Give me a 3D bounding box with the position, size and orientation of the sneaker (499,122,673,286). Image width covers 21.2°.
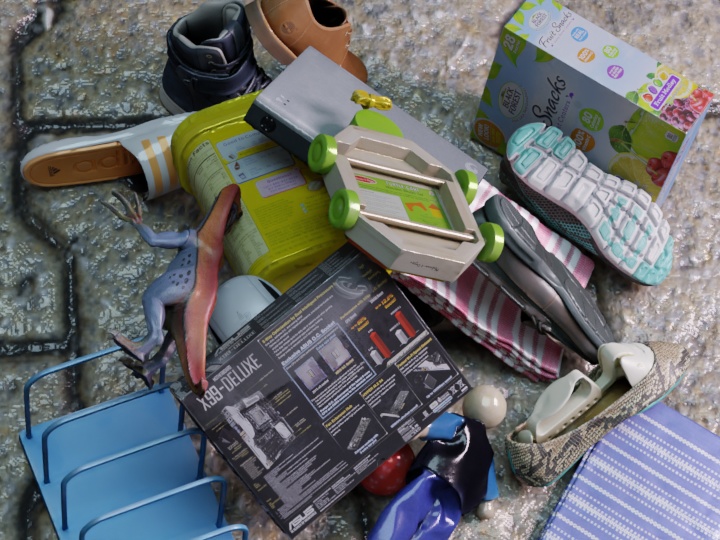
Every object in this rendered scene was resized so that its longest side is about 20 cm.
[{"bbox_3d":[0.212,-0.059,1.831,0.200,0.091,0.078,43,72,-4],"label":"sneaker"}]

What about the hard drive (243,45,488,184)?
[{"bbox_3d":[0.008,-0.109,1.692,0.199,0.033,0.140,35,32,1],"label":"hard drive"}]

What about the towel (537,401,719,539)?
[{"bbox_3d":[0.254,0.210,1.713,0.144,0.024,0.200,30,62,8],"label":"towel"}]

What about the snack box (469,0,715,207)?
[{"bbox_3d":[0.216,-0.147,1.832,0.199,0.169,0.068,32,57,13],"label":"snack box"}]

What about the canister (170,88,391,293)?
[{"bbox_3d":[-0.068,-0.062,1.712,0.148,0.087,0.200,-19,50,-14],"label":"canister"}]

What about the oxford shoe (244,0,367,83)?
[{"bbox_3d":[-0.031,-0.215,1.830,0.071,0.200,0.072,-29,67,15],"label":"oxford shoe"}]

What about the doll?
[{"bbox_3d":[0.068,0.179,1.658,0.048,0.137,0.200,4,50,48],"label":"doll"}]

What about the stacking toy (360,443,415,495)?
[{"bbox_3d":[-0.020,0.110,1.700,0.085,0.086,0.200,-29,71,-23],"label":"stacking toy"}]

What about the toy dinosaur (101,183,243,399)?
[{"bbox_3d":[-0.129,0.011,1.578,0.199,0.105,0.182,28,69,32],"label":"toy dinosaur"}]

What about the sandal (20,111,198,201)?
[{"bbox_3d":[-0.212,-0.092,1.799,0.205,0.079,0.060,-12,61,-5],"label":"sandal"}]

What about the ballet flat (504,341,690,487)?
[{"bbox_3d":[0.209,0.111,1.709,0.200,0.076,0.068,-37,36,-12],"label":"ballet flat"}]

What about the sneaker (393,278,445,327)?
[{"bbox_3d":[0.000,0.000,1.767,0.199,0.071,0.098,16,50,1],"label":"sneaker"}]

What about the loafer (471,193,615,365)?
[{"bbox_3d":[0.156,0.016,1.735,0.063,0.200,0.072,-32,27,18],"label":"loafer"}]

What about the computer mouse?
[{"bbox_3d":[-0.054,0.092,1.617,0.110,0.044,0.200,-42,104,1],"label":"computer mouse"}]

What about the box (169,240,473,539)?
[{"bbox_3d":[-0.031,0.097,1.577,0.200,0.050,0.158,-40,109,-6],"label":"box"}]

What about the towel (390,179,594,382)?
[{"bbox_3d":[0.124,-0.006,1.767,0.200,0.030,0.147,36,56,-21],"label":"towel"}]

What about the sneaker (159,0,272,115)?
[{"bbox_3d":[-0.098,-0.171,1.818,0.201,0.146,0.077,27,57,7],"label":"sneaker"}]

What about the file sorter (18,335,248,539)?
[{"bbox_3d":[-0.190,0.176,1.609,0.138,0.123,0.201,-18,64,-17],"label":"file sorter"}]

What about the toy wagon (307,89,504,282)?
[{"bbox_3d":[0.030,-0.072,1.596,0.154,0.040,0.201,12,37,-31],"label":"toy wagon"}]
